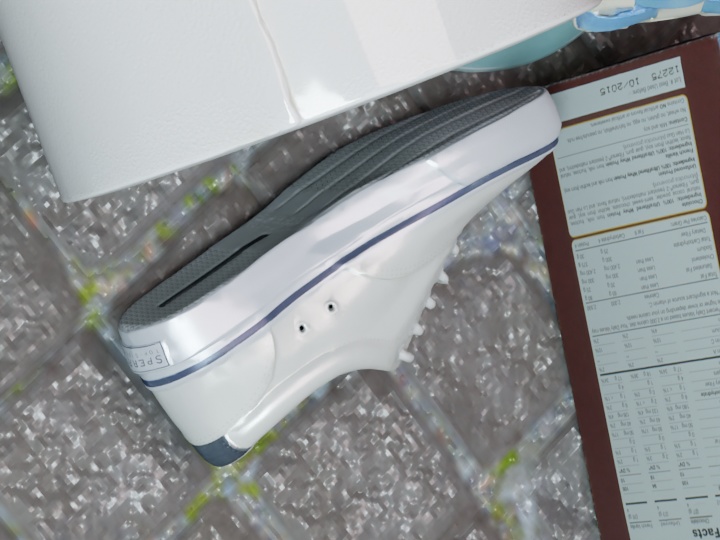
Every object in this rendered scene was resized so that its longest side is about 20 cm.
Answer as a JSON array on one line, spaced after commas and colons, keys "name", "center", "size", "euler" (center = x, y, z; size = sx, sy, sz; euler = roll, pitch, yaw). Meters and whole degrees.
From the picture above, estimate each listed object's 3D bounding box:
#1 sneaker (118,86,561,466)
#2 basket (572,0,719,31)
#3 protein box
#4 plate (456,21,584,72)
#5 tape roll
[{"name": "sneaker", "center": [0.000, 0.000, 1.062], "size": [0.200, 0.073, 0.071], "euler": [-34, 110, -22]}, {"name": "basket", "center": [0.137, -0.191, 1.016], "size": [0.176, 0.139, 0.200], "euler": [-6, 122, -12]}, {"name": "protein box", "center": [0.195, 0.004, 1.137], "size": [0.198, 0.135, 0.201], "euler": [-10, 89, -33]}, {"name": "plate", "center": [0.043, -0.180, 1.133], "size": [0.200, 0.026, 0.201], "euler": [4, 82, -31]}, {"name": "tape roll", "center": [-0.033, -0.121, 0.973], "size": [0.202, 0.203, 0.139], "euler": [-24, 97, -32]}]
